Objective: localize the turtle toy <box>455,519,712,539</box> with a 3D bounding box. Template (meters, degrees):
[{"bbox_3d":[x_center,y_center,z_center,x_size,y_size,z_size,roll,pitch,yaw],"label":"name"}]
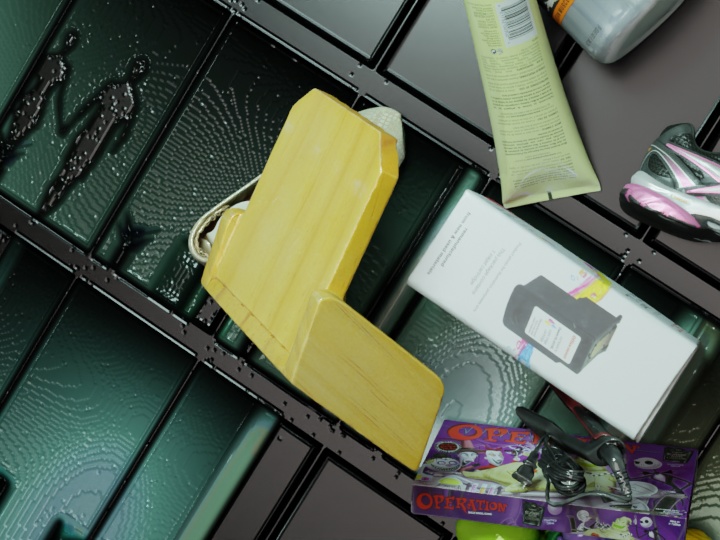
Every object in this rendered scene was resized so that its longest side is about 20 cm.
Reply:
[{"bbox_3d":[0.162,0.232,1.376,0.199,0.101,0.146,27,96,20],"label":"turtle toy"}]

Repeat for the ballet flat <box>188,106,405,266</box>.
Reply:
[{"bbox_3d":[-0.049,-0.059,1.444,0.200,0.062,0.068,-35,83,10],"label":"ballet flat"}]

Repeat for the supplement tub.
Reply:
[{"bbox_3d":[0.154,-0.262,1.368,0.123,0.123,0.200,-45,81,9],"label":"supplement tub"}]

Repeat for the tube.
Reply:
[{"bbox_3d":[0.120,-0.135,1.379,0.058,0.052,0.201,19,138,46],"label":"tube"}]

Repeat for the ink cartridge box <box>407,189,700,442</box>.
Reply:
[{"bbox_3d":[0.147,0.032,1.358,0.200,0.146,0.083,34,95,10],"label":"ink cartridge box"}]

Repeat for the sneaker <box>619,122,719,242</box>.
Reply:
[{"bbox_3d":[0.297,-0.051,1.362,0.199,0.080,0.087,24,85,6],"label":"sneaker"}]

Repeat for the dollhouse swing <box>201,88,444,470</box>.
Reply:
[{"bbox_3d":[0.000,0.000,1.348,0.182,0.200,0.176,37,91,-30],"label":"dollhouse swing"}]

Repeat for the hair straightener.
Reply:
[{"bbox_3d":[0.148,0.135,1.320,0.041,0.200,0.077,40,94,-19],"label":"hair straightener"}]

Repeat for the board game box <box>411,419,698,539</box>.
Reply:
[{"bbox_3d":[0.147,0.156,1.372,0.199,0.120,0.032,5,106,12],"label":"board game box"}]
